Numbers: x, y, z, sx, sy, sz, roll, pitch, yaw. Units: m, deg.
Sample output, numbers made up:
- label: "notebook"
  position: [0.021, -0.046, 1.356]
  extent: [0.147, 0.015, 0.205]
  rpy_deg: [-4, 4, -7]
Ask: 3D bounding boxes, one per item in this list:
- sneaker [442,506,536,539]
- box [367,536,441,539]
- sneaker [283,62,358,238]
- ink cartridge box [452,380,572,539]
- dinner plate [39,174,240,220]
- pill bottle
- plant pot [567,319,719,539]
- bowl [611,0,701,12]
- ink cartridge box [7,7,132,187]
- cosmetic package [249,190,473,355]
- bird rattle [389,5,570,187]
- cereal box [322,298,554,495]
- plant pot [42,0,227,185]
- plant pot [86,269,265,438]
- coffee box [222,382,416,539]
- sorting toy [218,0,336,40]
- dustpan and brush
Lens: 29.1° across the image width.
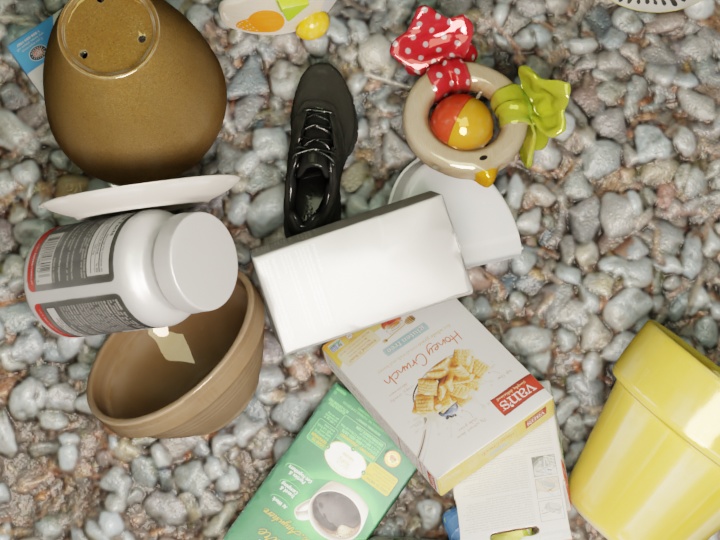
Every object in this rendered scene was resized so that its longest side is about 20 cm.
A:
- label: "sneaker"
  position: [0.144, 0.313, 1.385]
  extent: [0.105, 0.076, 0.201]
  rpy_deg: [-24, 77, 11]
- label: "box"
  position: [0.074, 0.362, 1.281]
  extent: [0.199, 0.171, 0.200]
  rpy_deg: [-1, 89, 20]
- label: "sneaker"
  position: [-0.043, -0.123, 1.439]
  extent: [0.076, 0.091, 0.201]
  rpy_deg: [2, 79, 2]
- label: "ink cartridge box"
  position: [0.145, 0.201, 1.342]
  extent: [0.109, 0.050, 0.200]
  rpy_deg: [-11, 41, 8]
- label: "dinner plate"
  position: [-0.217, -0.070, 1.377]
  extent: [0.199, 0.200, 0.024]
  rpy_deg: [-7, 90, -1]
- label: "pill bottle"
  position: [-0.225, 0.002, 1.361]
  extent: [0.199, 0.116, 0.116]
  rpy_deg: [-7, 78, 36]
- label: "plant pot"
  position: [0.303, 0.180, 1.348]
  extent: [0.201, 0.201, 0.189]
  rpy_deg: [38, 99, 6]
- label: "bowl"
  position: [0.322, -0.387, 1.481]
  extent: [0.200, 0.094, 0.202]
  rpy_deg: [0, 81, 0]
- label: "ink cartridge box"
  position: [-0.263, -0.181, 1.459]
  extent: [0.115, 0.068, 0.200]
  rpy_deg: [-36, 82, -7]
- label: "cosmetic package"
  position: [0.000, 0.000, 1.368]
  extent: [0.199, 0.090, 0.107]
  rpy_deg: [-17, 98, -6]
- label: "bird rattle"
  position: [0.111, -0.174, 1.423]
  extent: [0.200, 0.113, 0.163]
  rpy_deg: [31, 66, 1]
- label: "cereal box"
  position: [0.075, 0.109, 1.374]
  extent: [0.144, 0.040, 0.200]
  rpy_deg: [-34, 54, -16]
- label: "plant pot"
  position: [-0.229, -0.195, 1.327]
  extent: [0.186, 0.200, 0.187]
  rpy_deg: [0, 79, -1]
- label: "plant pot"
  position: [-0.166, 0.098, 1.379]
  extent: [0.201, 0.201, 0.093]
  rpy_deg: [-43, 123, -6]
- label: "coffee box"
  position: [-0.034, 0.228, 1.404]
  extent: [0.123, 0.044, 0.200]
  rpy_deg: [34, 82, 6]
- label: "sorting toy"
  position: [-0.057, -0.339, 1.429]
  extent: [0.107, 0.180, 0.200]
  rpy_deg: [32, 83, 5]
- label: "dustpan and brush"
  position: [0.081, -0.097, 1.460]
  extent: [0.139, 0.057, 0.201]
  rpy_deg: [-12, 87, -12]
